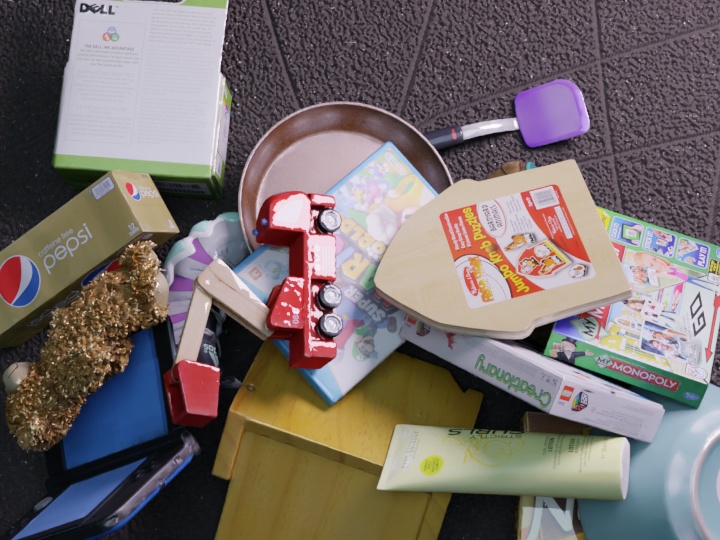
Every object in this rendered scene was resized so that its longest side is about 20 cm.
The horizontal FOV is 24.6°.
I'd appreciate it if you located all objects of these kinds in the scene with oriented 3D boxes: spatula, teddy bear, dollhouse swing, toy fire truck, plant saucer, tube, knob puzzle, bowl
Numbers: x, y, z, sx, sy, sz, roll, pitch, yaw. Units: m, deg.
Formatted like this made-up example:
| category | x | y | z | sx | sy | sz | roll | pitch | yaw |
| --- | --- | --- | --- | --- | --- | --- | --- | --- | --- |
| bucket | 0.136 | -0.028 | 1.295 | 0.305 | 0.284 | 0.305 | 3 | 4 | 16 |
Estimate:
| category | x | y | z | sx | sy | sz | roll | pitch | yaw |
| --- | --- | --- | --- | --- | --- | --- | --- | --- | --- |
| spatula | 0.108 | -0.129 | 1.515 | 0.199 | 0.021 | 0.057 | -13 | 80 | 0 |
| teddy bear | -0.231 | 0.056 | 1.368 | 0.200 | 0.145 | 0.067 | -41 | 122 | 21 |
| dollhouse swing | -0.020 | 0.186 | 1.453 | 0.199 | 0.176 | 0.182 | 18 | 39 | 6 |
| toy fire truck | -0.087 | 0.028 | 1.357 | 0.140 | 0.049 | 0.201 | 5 | 73 | -19 |
| plant saucer | -0.013 | -0.051 | 1.469 | 0.199 | 0.034 | 0.201 | 4 | 73 | -12 |
| tube | 0.116 | 0.156 | 1.335 | 0.199 | 0.058 | 0.052 | 1 | 87 | 17 |
| knob puzzle | 0.110 | -0.006 | 1.392 | 0.218 | 0.031 | 0.220 | -7 | 43 | 7 |
| bowl | 0.291 | 0.184 | 1.366 | 0.200 | 0.105 | 0.202 | 3 | 83 | -24 |

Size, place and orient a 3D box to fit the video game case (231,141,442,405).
| category | x | y | z | sx | sy | sz | roll | pitch | yaw |
| --- | --- | --- | --- | --- | --- | --- | --- | --- | --- |
| video game case | 0.000 | 0.000 | 1.430 | 0.200 | 0.018 | 0.143 | -40 | 86 | -19 |

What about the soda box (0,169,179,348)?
| category | x | y | z | sx | sy | sz | roll | pitch | yaw |
| --- | --- | --- | --- | --- | --- | --- | --- | --- | --- |
| soda box | -0.262 | -0.008 | 1.450 | 0.200 | 0.068 | 0.064 | -33 | 79 | 19 |

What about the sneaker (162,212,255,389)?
| category | x | y | z | sx | sy | sz | roll | pitch | yaw |
| --- | --- | --- | --- | --- | --- | --- | --- | --- | --- |
| sneaker | -0.135 | 0.053 | 1.435 | 0.200 | 0.078 | 0.140 | -52 | 45 | 1 |

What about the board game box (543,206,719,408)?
| category | x | y | z | sx | sy | sz | roll | pitch | yaw |
| --- | --- | --- | --- | --- | --- | --- | --- | --- | --- |
| board game box | 0.241 | 0.026 | 1.411 | 0.134 | 0.029 | 0.200 | 19 | 38 | 5 |

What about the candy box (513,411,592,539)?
| category | x | y | z | sx | sy | sz | roll | pitch | yaw |
| --- | --- | --- | --- | --- | --- | --- | --- | --- | --- |
| candy box | 0.191 | 0.227 | 1.425 | 0.115 | 0.055 | 0.201 | 4 | 80 | 1 |

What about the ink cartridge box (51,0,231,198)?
| category | x | y | z | sx | sy | sz | roll | pitch | yaw |
| --- | --- | --- | --- | --- | --- | --- | --- | --- | --- |
| ink cartridge box | -0.191 | -0.176 | 1.510 | 0.147 | 0.076 | 0.201 | 5 | 78 | 4 |

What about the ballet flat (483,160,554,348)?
| category | x | y | z | sx | sy | sz | roll | pitch | yaw |
| --- | --- | --- | --- | --- | --- | --- | --- | --- | --- |
| ballet flat | 0.147 | 0.002 | 1.472 | 0.072 | 0.068 | 0.201 | -20 | 78 | 19 |

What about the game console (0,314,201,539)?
| category | x | y | z | sx | sy | sz | roll | pitch | yaw |
| --- | --- | --- | --- | --- | --- | --- | --- | --- | --- |
| game console | -0.240 | 0.144 | 1.381 | 0.119 | 0.200 | 0.171 | 58 | 42 | -10 |

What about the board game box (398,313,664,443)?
| category | x | y | z | sx | sy | sz | roll | pitch | yaw |
| --- | --- | --- | --- | --- | --- | --- | --- | --- | --- |
| board game box | 0.139 | 0.083 | 1.366 | 0.126 | 0.200 | 0.035 | 19 | 94 | -38 |
